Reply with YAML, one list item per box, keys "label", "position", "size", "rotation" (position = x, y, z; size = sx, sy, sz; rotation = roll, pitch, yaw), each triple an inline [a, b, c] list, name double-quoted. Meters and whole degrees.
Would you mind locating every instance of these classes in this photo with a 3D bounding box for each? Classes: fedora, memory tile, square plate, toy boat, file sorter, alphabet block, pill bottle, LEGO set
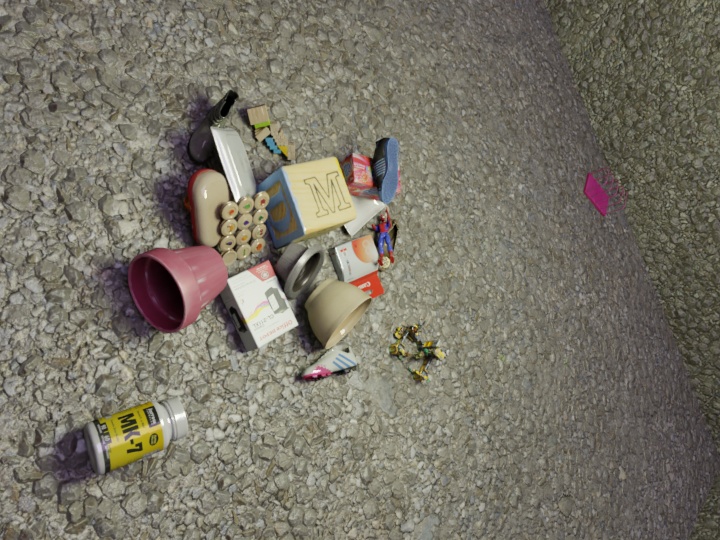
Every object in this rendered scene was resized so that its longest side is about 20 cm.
- label: "fedora"
  position: [-0.185, -0.014, 1.475]
  size: [0.090, 0.200, 0.179]
  rotation: [32, 93, 10]
- label: "memory tile"
  position: [-0.315, -0.111, 1.390]
  size: [0.152, 0.202, 0.017]
  rotation: [-25, 52, -39]
- label: "square plate"
  position: [-0.336, -0.292, 1.402]
  size: [0.198, 0.028, 0.203]
  rotation: [-77, 151, -76]
- label: "toy boat"
  position: [-0.414, -0.171, 1.358]
  size: [0.130, 0.129, 0.203]
  rotation: [-38, 142, -48]
- label: "file sorter"
  position: [1.289, -0.416, 2.692]
  size: [0.199, 0.125, 0.140]
  rotation: [40, 58, -22]
- label: "alphabet block"
  position: [-0.162, -0.198, 1.508]
  size: [0.198, 0.194, 0.200]
  rotation: [-21, 93, -37]
- label: "square plate"
  position: [-0.031, -0.246, 1.711]
  size: [0.200, 0.028, 0.200]
  rotation: [-43, 105, -36]
- label: "pill bottle"
  position: [-0.502, 0.365, 1.157]
  size: [0.198, 0.114, 0.116]
  rotation: [-14, 87, -38]
- label: "LEGO set"
  position: [0.204, 0.268, 1.707]
  size: [0.154, 0.115, 0.201]
  rotation: [-44, 105, -35]

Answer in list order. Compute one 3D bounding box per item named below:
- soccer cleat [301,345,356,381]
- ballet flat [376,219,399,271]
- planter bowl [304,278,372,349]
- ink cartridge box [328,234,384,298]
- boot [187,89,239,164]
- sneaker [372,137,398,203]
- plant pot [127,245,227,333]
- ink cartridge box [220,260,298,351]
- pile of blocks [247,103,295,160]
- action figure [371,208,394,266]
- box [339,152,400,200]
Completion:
- label: "soccer cleat"
  position: [-0.097, 0.272, 1.520]
  size: [0.198, 0.070, 0.088]
  rotation: [-2, 70, -42]
- label: "ballet flat"
  position: [0.098, -0.091, 1.764]
  size: [0.067, 0.046, 0.203]
  rotation: [32, 61, -26]
- label: "planter bowl"
  position: [-0.079, 0.110, 1.508]
  size: [0.135, 0.201, 0.200]
  rotation: [43, 52, 13]
- label: "ink cartridge box"
  position: [0.000, 0.000, 1.667]
  size: [0.161, 0.050, 0.203]
  rotation: [-22, 89, -38]
- label: "boot"
  position: [-0.406, -0.402, 1.413]
  size: [0.067, 0.130, 0.203]
  rotation: [29, 63, -27]
- label: "sneaker"
  position: [0.074, -0.316, 1.623]
  size: [0.069, 0.077, 0.204]
  rotation: [1, 98, -39]
- label: "plant pot"
  position: [-0.433, 0.027, 1.260]
  size: [0.179, 0.198, 0.203]
  rotation: [-34, 99, -54]
- label: "ink cartridge box"
  position: [-0.280, 0.097, 1.410]
  size: [0.145, 0.082, 0.203]
  rotation: [-28, 95, -38]
- label: "pile of blocks"
  position: [-0.272, -0.420, 1.574]
  size: [0.201, 0.081, 0.062]
  rotation: [53, 10, -25]
- label: "action figure"
  position: [0.073, -0.126, 1.704]
  size: [0.100, 0.064, 0.202]
  rotation: [66, 16, -47]
- label: "box"
  position: [0.031, -0.302, 1.685]
  size: [0.197, 0.095, 0.102]
  rotation: [7, 74, -35]
